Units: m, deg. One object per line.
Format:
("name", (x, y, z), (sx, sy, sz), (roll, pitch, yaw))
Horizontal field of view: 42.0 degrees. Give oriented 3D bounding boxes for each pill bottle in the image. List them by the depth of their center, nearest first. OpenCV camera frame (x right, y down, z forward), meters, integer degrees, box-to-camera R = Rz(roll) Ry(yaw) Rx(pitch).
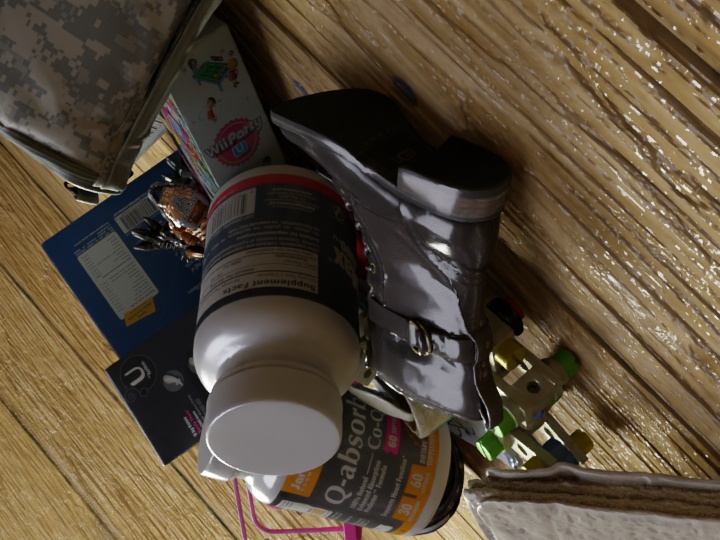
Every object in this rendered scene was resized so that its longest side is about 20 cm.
("pill bottle", (-0.058, 0.034, 0.669), (0.120, 0.117, 0.202), (65, -163, -46))
("pill bottle", (-0.031, 0.150, 0.802), (0.197, 0.118, 0.116), (17, 172, -16))
("pill bottle", (0.053, 0.213, 0.975), (0.112, 0.112, 0.200), (43, 170, 17))

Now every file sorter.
("file sorter", (-0.059, 0.203, 1.029), (0.201, 0.123, 0.141), (-81, -13, -67))

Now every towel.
("towel", (0.174, 0.177, 0.611), (0.197, 0.035, 0.133), (-1, 137, 30))

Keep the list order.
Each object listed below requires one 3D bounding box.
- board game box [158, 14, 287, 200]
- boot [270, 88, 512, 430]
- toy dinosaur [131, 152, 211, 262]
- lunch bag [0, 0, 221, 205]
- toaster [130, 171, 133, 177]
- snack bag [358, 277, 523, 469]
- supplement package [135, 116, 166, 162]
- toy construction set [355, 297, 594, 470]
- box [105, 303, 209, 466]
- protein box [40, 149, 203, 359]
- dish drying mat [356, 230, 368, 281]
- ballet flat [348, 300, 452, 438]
("board game box", (-0.124, -0.128, 0.755), (0.148, 0.064, 0.201), (47, 165, 42))
("boot", (0.013, -0.007, 0.584), (0.199, 0.069, 0.177), (34, 135, 38))
("toy dinosaur", (-0.147, -0.037, 0.927), (0.134, 0.103, 0.201), (23, 153, 32))
("lunch bag", (-0.171, -0.166, 0.584), (0.167, 0.202, 0.139), (34, -171, 17))
("toaster", (-0.313, -0.203, 1.044), (0.129, 0.113, 0.201), (44, 166, 29))
("snack bag", (0.048, 0.082, 0.843), (0.199, 0.021, 0.190), (24, 151, 46))
("supplement package", (-0.268, -0.198, 0.869), (0.201, 0.117, 0.117), (49, -173, 1))
("toy construction set", (0.074, 0.064, 0.671), (0.198, 0.092, 0.132), (26, 153, 31))
("box", (-0.124, 0.079, 0.897), (0.107, 0.199, 0.122), (55, 176, 2))
("protein box", (-0.216, 0.012, 1.080), (0.201, 0.197, 0.135), (50, 167, 14))
("dish drying mat", (0.000, 0.000, 0.836), (0.076, 0.018, 0.201), (22, 148, 57))
("ballet flat", (-0.004, 0.062, 0.782), (0.199, 0.062, 0.068), (37, 159, 22))
